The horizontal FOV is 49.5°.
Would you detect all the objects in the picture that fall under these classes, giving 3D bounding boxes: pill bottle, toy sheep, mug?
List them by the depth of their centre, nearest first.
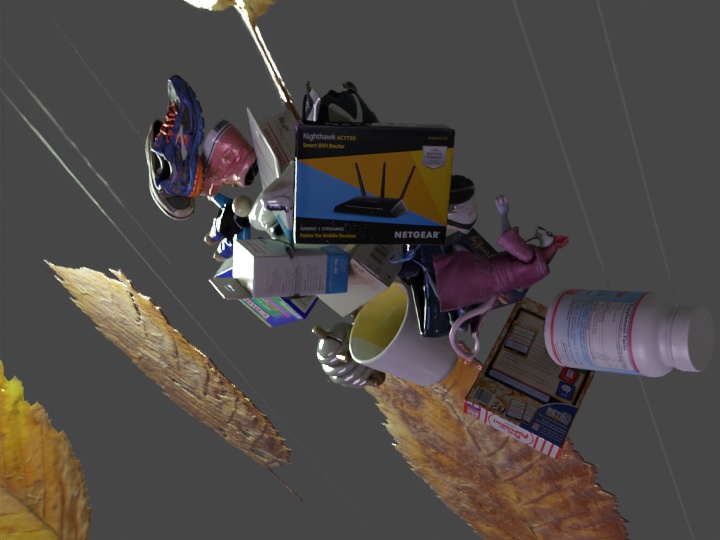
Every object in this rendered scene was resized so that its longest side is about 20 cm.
[{"bbox_3d":[0.353,0.082,1.034,0.199,0.109,0.109,2,138,46],"label":"pill bottle"},{"bbox_3d":[0.088,0.104,1.323,0.152,0.188,0.149,32,140,-27],"label":"mug"},{"bbox_3d":[-0.020,0.169,1.570,0.137,0.139,0.200,-5,137,51],"label":"toy sheep"}]

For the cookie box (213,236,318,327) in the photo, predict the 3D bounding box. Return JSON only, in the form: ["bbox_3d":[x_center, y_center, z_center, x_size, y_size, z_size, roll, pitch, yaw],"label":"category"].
[{"bbox_3d":[-0.191,0.029,1.587,0.171,0.076,0.199,42,157,-14],"label":"cookie box"}]

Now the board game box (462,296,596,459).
[{"bbox_3d":[0.261,0.151,1.147,0.150,0.201,0.047,25,152,19],"label":"board game box"}]

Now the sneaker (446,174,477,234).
[{"bbox_3d":[0.076,-0.095,1.109,0.198,0.074,0.080,16,149,33],"label":"sneaker"}]

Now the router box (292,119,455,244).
[{"bbox_3d":[0.014,-0.110,0.989,0.051,0.197,0.151,-119,30,-69],"label":"router box"}]

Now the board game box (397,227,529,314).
[{"bbox_3d":[0.154,0.012,1.227,0.135,0.035,0.200,42,152,-12],"label":"board game box"}]

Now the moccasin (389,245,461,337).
[{"bbox_3d":[0.090,0.000,1.146,0.081,0.067,0.202,125,127,-71],"label":"moccasin"}]

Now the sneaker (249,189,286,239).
[{"bbox_3d":[-0.142,-0.093,1.340,0.075,0.087,0.199,48,151,-23],"label":"sneaker"}]

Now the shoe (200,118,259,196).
[{"bbox_3d":[-0.225,-0.166,1.333,0.091,0.072,0.200,40,148,3],"label":"shoe"}]

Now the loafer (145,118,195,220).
[{"bbox_3d":[-0.337,-0.179,1.362,0.063,0.071,0.201,105,146,-53],"label":"loafer"}]

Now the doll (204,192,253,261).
[{"bbox_3d":[-0.253,-0.090,1.500,0.138,0.048,0.200,60,149,6],"label":"doll"}]

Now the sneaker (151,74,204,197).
[{"bbox_3d":[-0.298,-0.213,1.264,0.075,0.078,0.203,31,125,53],"label":"sneaker"}]

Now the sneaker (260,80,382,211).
[{"bbox_3d":[-0.067,-0.176,1.028,0.131,0.198,0.079,62,170,-25],"label":"sneaker"}]

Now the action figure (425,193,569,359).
[{"bbox_3d":[0.189,0.002,1.051,0.198,0.150,0.134,-25,133,23],"label":"action figure"}]

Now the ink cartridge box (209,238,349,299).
[{"bbox_3d":[-0.129,-0.006,1.229,0.116,0.197,0.068,-148,59,-61],"label":"ink cartridge box"}]

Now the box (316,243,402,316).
[{"bbox_3d":[0.000,0.000,1.320,0.077,0.095,0.200,38,151,-8],"label":"box"}]

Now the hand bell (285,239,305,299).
[{"bbox_3d":[-0.129,-0.024,1.411,0.104,0.104,0.200,44,-179,-17],"label":"hand bell"}]

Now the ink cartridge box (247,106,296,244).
[{"bbox_3d":[-0.106,-0.149,1.165,0.201,0.066,0.117,88,156,-57],"label":"ink cartridge box"}]
